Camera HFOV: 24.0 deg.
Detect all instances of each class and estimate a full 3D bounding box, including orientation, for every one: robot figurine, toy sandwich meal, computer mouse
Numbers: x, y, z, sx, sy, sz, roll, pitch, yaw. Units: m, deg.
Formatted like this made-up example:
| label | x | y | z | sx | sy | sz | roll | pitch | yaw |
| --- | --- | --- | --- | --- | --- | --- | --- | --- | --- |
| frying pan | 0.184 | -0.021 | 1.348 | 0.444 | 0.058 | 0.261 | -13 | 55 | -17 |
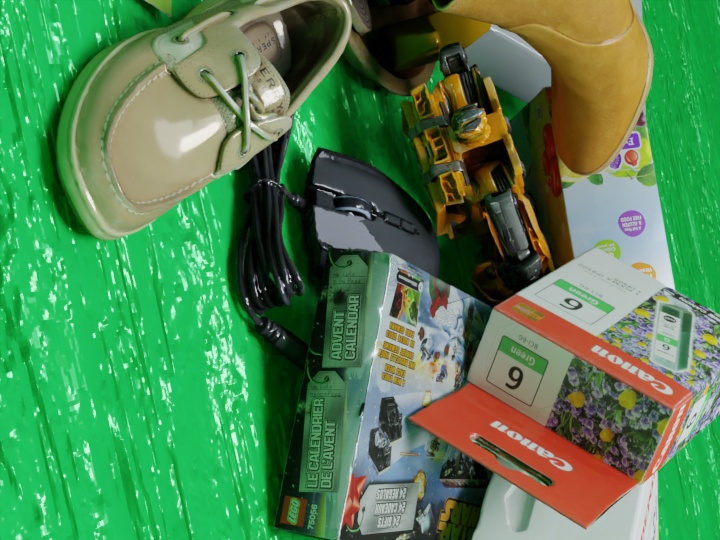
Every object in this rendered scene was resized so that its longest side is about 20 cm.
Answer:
| label | x | y | z | sx | sy | sz | roll | pitch | yaw |
| --- | --- | --- | --- | --- | --- | --- | --- | --- | --- |
| robot figurine | 0.070 | -0.039 | 0.967 | 0.200 | 0.058 | 0.146 | 59 | 13 | -63 |
| toy sandwich meal | 0.027 | -0.200 | 0.999 | 0.205 | 0.070 | 0.207 | 39 | 45 | -54 |
| computer mouse | 0.000 | 0.000 | 0.880 | 0.200 | 0.046 | 0.142 | 44 | 40 | -51 |

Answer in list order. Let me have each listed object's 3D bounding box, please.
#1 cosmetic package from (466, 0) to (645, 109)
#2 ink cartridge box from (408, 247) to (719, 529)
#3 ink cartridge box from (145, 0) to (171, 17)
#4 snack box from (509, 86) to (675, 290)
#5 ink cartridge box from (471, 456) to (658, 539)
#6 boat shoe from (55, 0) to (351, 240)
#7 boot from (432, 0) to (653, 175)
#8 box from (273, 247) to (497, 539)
| label | x | y | z | sx | sy | sz | roll | pitch | yaw |
| --- | --- | --- | --- | --- | --- | --- | --- | --- | --- |
| cosmetic package | 0.129 | -0.209 | 1.186 | 0.150 | 0.052 | 0.202 | 26 | 53 | -33 |
| ink cartridge box | 0.120 | 0.054 | 0.872 | 0.200 | 0.108 | 0.051 | -24 | 139 | -57 |
| ink cartridge box | -0.110 | -0.214 | 0.703 | 0.200 | 0.075 | 0.149 | 24 | 58 | -59 |
| snack box | 0.142 | -0.005 | 1.077 | 0.169 | 0.067 | 0.202 | 142 | -60 | -80 |
| ink cartridge box | 0.115 | 0.196 | 0.927 | 0.145 | 0.083 | 0.201 | -67 | 156 | -46 |
| boat shoe | -0.064 | -0.079 | 0.747 | 0.200 | 0.064 | 0.073 | -49 | 125 | -54 |
| boot | 0.094 | -0.140 | 0.909 | 0.143 | 0.071 | 0.203 | -11 | 122 | -36 |
| box | 0.030 | 0.078 | 0.877 | 0.200 | 0.040 | 0.138 | 27 | 71 | -61 |
